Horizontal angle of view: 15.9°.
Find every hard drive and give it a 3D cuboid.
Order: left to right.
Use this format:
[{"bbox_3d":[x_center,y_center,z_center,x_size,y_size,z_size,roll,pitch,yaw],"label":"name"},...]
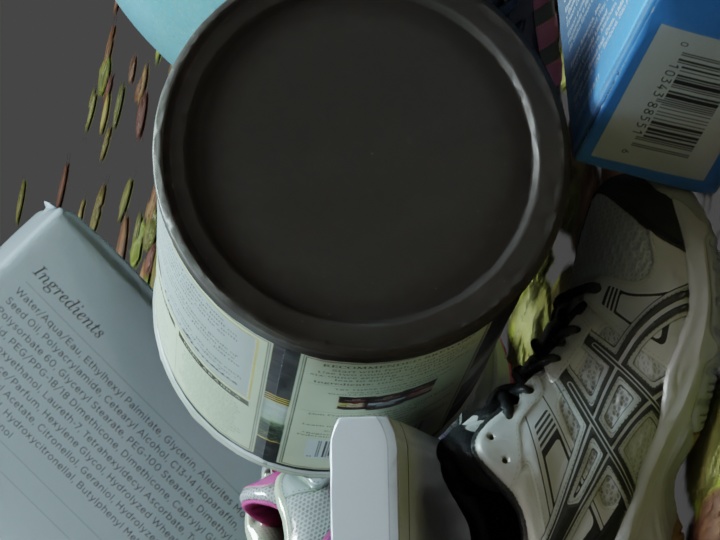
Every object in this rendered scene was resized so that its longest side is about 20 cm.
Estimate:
[{"bbox_3d":[0.020,0.128,0.962,0.200,0.027,0.133,37,-129,-77],"label":"hard drive"}]

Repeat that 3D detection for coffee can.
[{"bbox_3d":[-0.008,-0.013,0.980,0.200,0.145,0.147,107,171,-73],"label":"coffee can"}]

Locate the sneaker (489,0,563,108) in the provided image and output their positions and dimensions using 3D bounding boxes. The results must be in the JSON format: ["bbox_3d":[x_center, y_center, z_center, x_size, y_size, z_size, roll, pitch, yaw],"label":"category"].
[{"bbox_3d":[0.057,-0.084,1.044,0.200,0.070,0.082,72,179,-56],"label":"sneaker"}]

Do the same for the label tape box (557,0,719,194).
[{"bbox_3d":[0.122,-0.152,0.944,0.145,0.063,0.201,116,161,-44],"label":"label tape box"}]

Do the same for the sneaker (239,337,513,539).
[{"bbox_3d":[-0.001,0.097,1.102,0.201,0.088,0.081,-62,7,-27],"label":"sneaker"}]

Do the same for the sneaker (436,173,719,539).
[{"bbox_3d":[0.073,0.053,0.916,0.076,0.087,0.201,139,142,-68],"label":"sneaker"}]

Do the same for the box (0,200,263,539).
[{"bbox_3d":[-0.123,0.082,1.223,0.131,0.200,0.199,-45,8,-6],"label":"box"}]

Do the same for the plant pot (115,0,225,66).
[{"bbox_3d":[0.003,-0.131,1.187,0.135,0.199,0.200,55,144,19],"label":"plant pot"}]
